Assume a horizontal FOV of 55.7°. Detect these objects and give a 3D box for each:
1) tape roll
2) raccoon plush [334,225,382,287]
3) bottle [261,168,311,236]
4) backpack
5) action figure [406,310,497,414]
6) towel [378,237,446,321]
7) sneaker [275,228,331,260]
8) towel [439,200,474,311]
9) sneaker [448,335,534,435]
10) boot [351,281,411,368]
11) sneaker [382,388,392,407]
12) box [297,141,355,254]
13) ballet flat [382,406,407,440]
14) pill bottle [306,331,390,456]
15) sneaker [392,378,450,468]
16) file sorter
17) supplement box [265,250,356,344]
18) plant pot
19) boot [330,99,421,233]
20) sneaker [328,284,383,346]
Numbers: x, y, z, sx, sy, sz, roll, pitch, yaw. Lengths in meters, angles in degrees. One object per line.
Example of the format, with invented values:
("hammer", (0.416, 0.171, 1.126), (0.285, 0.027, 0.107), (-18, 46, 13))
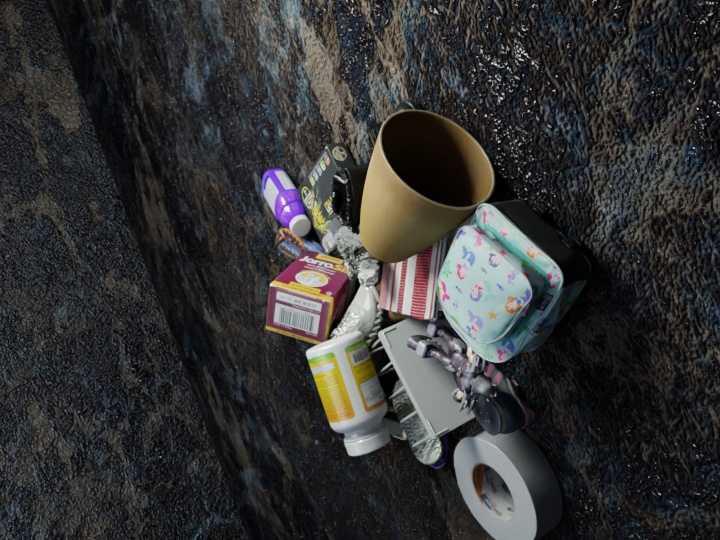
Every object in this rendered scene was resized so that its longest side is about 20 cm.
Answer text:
("tape roll", (0.249, 0.367, 1.172), (0.200, 0.066, 0.203), (36, 135, 45))
("raccoon plush", (0.000, 0.000, 1.275), (0.201, 0.095, 0.135), (-79, -13, -48))
("bottle", (-0.166, -0.151, 1.537), (0.201, 0.064, 0.084), (-125, 32, -45))
("backpack", (0.198, 0.026, 0.954), (0.178, 0.149, 0.202), (48, 137, 30))
("action figure", (0.156, 0.139, 1.078), (0.200, 0.069, 0.132), (45, 119, 53))
("towel", (0.088, 0.004, 1.168), (0.199, 0.022, 0.146), (-171, 86, -66))
("sneaker", (-0.096, -0.033, 1.521), (0.200, 0.078, 0.076), (42, 124, 16))
("towel", (0.170, 0.002, 1.125), (0.200, 0.032, 0.193), (-30, 80, 60))
("sneaker", (0.212, 0.184, 1.126), (0.201, 0.081, 0.071), (-114, 29, -43))
("boot", (0.045, 0.100, 1.333), (0.200, 0.065, 0.178), (-26, 70, 60))
("sneaker", (0.001, 0.252, 1.457), (0.201, 0.077, 0.087), (56, -170, -24))
("box", (-0.052, -0.143, 1.397), (0.163, 0.049, 0.200), (63, 150, 7))
("ballet flat", (0.062, 0.305, 1.356), (0.071, 0.199, 0.070), (23, 89, 33))
("pill bottle", (-0.016, 0.222, 1.226), (0.111, 0.110, 0.203), (-21, 88, 61))
("sneaker", (0.125, 0.299, 1.335), (0.099, 0.069, 0.202), (41, -155, -46))
("file sorter", (0.116, 0.193, 1.224), (0.202, 0.137, 0.125), (62, 153, 14))
("supplement box", (-0.093, 0.051, 1.385), (0.129, 0.200, 0.105), (14, 114, 11))
("plant pot", (0.075, -0.106, 1.043), (0.188, 0.185, 0.201), (58, 142, 20))
("boot", (0.028, -0.171, 1.130), (0.073, 0.161, 0.201), (37, 136, 43))
("sneaker", (-0.014, 0.114, 1.304), (0.075, 0.080, 0.202), (48, 128, 52))
